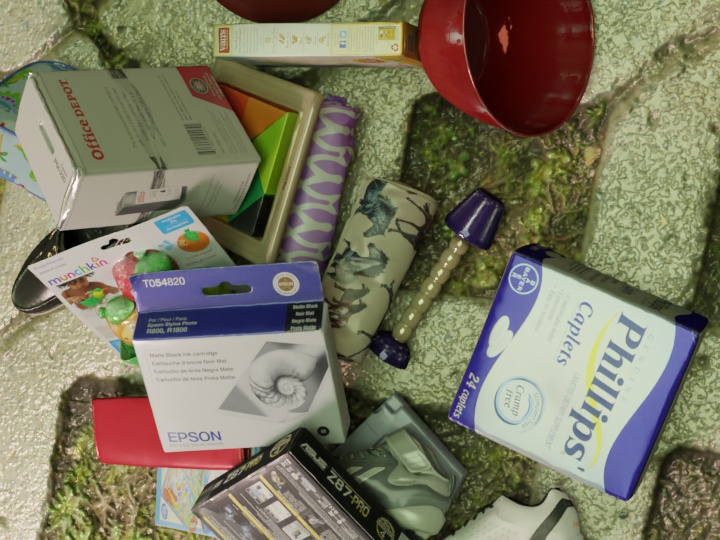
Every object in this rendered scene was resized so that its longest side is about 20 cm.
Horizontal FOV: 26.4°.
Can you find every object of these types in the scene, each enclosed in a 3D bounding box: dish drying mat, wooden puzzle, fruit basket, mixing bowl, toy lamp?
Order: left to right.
[{"bbox_3d":[-0.208,0.027,1.568,0.184,0.200,0.094,-19,54,15],"label":"fruit basket"},{"bbox_3d":[-0.205,0.174,1.655,0.199,0.018,0.077,-2,92,29],"label":"dish drying mat"},{"bbox_3d":[-0.126,-0.115,1.590,0.200,0.037,0.186,27,104,48],"label":"wooden puzzle"},{"bbox_3d":[0.080,0.006,1.582,0.058,0.058,0.200,38,104,11],"label":"toy lamp"},{"bbox_3d":[0.127,-0.230,1.500,0.108,0.199,0.202,5,95,45],"label":"mixing bowl"}]

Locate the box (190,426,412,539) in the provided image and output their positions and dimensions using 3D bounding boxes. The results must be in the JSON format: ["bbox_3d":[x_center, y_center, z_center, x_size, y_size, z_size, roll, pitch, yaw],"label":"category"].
[{"bbox_3d":[-0.050,0.269,1.554,0.200,0.049,0.161,46,126,-12],"label":"box"}]

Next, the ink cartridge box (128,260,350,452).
[{"bbox_3d":[-0.121,0.090,1.528,0.198,0.041,0.201,-5,122,11],"label":"ink cartridge box"}]

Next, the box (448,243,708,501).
[{"bbox_3d":[0.216,0.097,1.521,0.199,0.105,0.185,23,100,13],"label":"box"}]

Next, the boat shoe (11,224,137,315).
[{"bbox_3d":[-0.317,-0.022,1.694,0.201,0.063,0.074,-39,85,16],"label":"boat shoe"}]

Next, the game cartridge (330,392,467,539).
[{"bbox_3d":[0.012,0.243,1.626,0.200,0.041,0.133,-44,78,14],"label":"game cartridge"}]

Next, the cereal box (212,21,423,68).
[{"bbox_3d":[-0.033,-0.228,1.555,0.199,0.144,0.040,3,94,15],"label":"cereal box"}]

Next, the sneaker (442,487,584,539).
[{"bbox_3d":[0.132,0.275,1.580,0.199,0.074,0.081,-14,83,9],"label":"sneaker"}]

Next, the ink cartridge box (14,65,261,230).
[{"bbox_3d":[-0.222,-0.124,1.519,0.146,0.199,0.085,59,138,31],"label":"ink cartridge box"}]

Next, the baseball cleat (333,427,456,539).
[{"bbox_3d":[0.001,0.203,1.584,0.199,0.070,0.107,18,85,10],"label":"baseball cleat"}]

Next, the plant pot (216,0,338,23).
[{"bbox_3d":[-0.108,-0.352,1.552,0.199,0.177,0.202,1,94,16],"label":"plant pot"}]

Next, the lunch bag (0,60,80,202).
[{"bbox_3d":[-0.298,-0.139,1.633,0.199,0.161,0.083,25,131,11],"label":"lunch bag"}]

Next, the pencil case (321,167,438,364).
[{"bbox_3d":[0.000,0.000,1.573,0.089,0.078,0.201,25,88,2],"label":"pencil case"}]

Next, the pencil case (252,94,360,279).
[{"bbox_3d":[-0.054,-0.083,1.600,0.083,0.085,0.201,17,99,21],"label":"pencil case"}]

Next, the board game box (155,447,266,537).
[{"bbox_3d":[-0.155,0.184,1.656,0.134,0.034,0.201,6,95,30],"label":"board game box"}]
